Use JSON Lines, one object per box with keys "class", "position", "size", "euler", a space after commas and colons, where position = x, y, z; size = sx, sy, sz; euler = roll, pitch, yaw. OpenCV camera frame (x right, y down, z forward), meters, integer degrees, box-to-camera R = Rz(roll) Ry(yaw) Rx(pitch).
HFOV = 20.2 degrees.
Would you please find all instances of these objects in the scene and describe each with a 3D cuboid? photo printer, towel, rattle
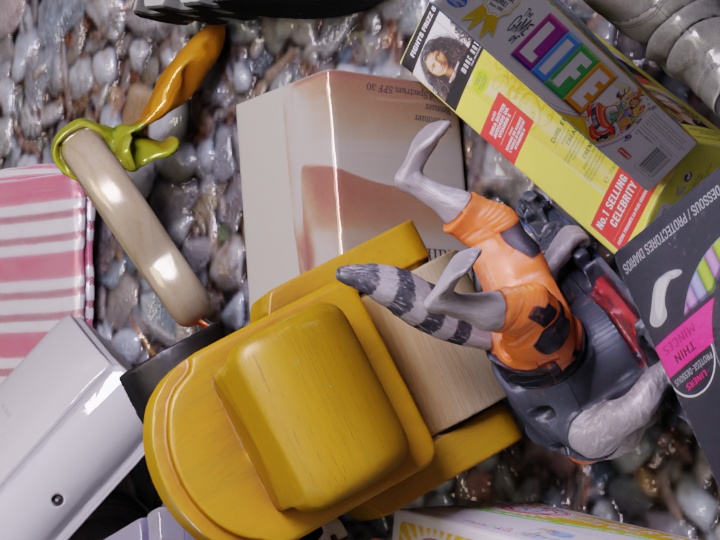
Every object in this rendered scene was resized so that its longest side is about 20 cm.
{"class": "photo printer", "position": [-0.218, 0.130, 1.280], "size": [0.200, 0.069, 0.166], "euler": [-48, 20, -4]}
{"class": "towel", "position": [-0.230, 0.027, 1.430], "size": [0.146, 0.030, 0.202], "euler": [-2, 88, 48]}
{"class": "rattle", "position": [-0.095, -0.029, 1.280], "size": [0.200, 0.142, 0.131], "euler": [51, 157, 20]}

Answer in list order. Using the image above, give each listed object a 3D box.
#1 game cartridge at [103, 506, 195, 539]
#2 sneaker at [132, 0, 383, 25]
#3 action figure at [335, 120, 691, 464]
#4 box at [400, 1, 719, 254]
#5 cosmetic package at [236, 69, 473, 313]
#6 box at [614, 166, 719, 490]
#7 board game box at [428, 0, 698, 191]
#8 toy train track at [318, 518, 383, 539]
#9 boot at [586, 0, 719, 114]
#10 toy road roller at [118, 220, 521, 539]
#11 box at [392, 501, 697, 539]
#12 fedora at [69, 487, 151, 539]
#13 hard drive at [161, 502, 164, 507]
{"class": "game cartridge", "position": [-0.150, 0.228, 1.172], "size": [0.200, 0.038, 0.131], "euler": [-33, 60, 47]}
{"class": "sneaker", "position": [-0.061, -0.197, 1.216], "size": [0.199, 0.074, 0.089], "euler": [6, 87, 41]}
{"class": "action figure", "position": [0.077, 0.020, 0.979], "size": [0.104, 0.194, 0.200], "euler": [-40, 31, 5]}
{"class": "box", "position": [0.105, -0.085, 1.043], "size": [0.200, 0.050, 0.076], "euler": [46, 119, 39]}
{"class": "cosmetic package", "position": [0.000, 0.000, 1.116], "size": [0.087, 0.103, 0.202], "euler": [-14, 78, 47]}
{"class": "box", "position": [0.216, 0.048, 0.867], "size": [0.122, 0.105, 0.201], "euler": [-43, 57, 36]}
{"class": "board game box", "position": [0.063, -0.125, 0.916], "size": [0.034, 0.200, 0.135], "euler": [-45, 51, 10]}
{"class": "toy train track", "position": [0.027, 0.219, 1.112], "size": [0.201, 0.032, 0.115], "euler": [62, 163, 20]}
{"class": "boot", "position": [0.148, -0.118, 0.924], "size": [0.131, 0.200, 0.068], "euler": [47, 109, 6]}
{"class": "toy road roller", "position": [-0.008, 0.060, 0.965], "size": [0.124, 0.199, 0.146], "euler": [62, 160, 2]}
{"class": "box", "position": [0.112, 0.182, 0.976], "size": [0.199, 0.101, 0.114], "euler": [6, 93, 48]}
{"class": "fedora", "position": [-0.190, 0.232, 1.318], "size": [0.199, 0.090, 0.179], "euler": [27, 106, 46]}
{"class": "hard drive", "position": [-0.067, 0.180, 1.138], "size": [0.135, 0.042, 0.201], "euler": [-59, 31, 38]}
